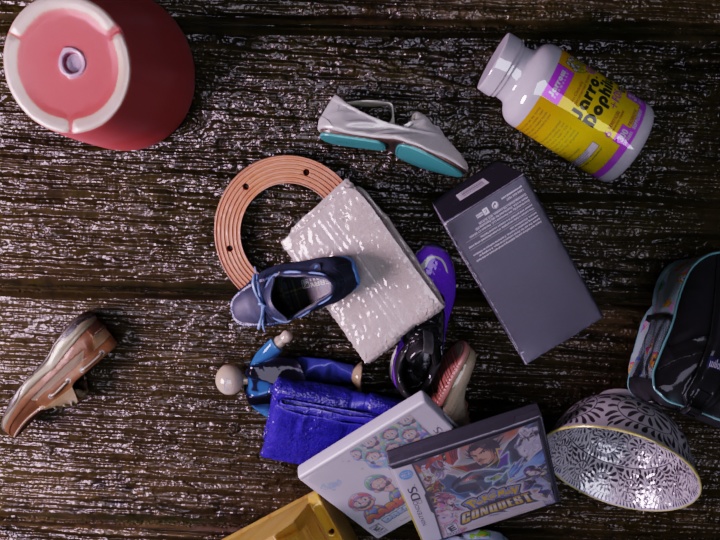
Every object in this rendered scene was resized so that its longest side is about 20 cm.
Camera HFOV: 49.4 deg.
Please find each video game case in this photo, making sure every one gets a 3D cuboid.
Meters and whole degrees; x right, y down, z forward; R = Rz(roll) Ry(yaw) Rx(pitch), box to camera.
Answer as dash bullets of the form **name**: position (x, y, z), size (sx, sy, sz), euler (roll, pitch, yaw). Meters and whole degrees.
- **video game case**: position (0.149, 0.266, 1.001), size (0.196, 0.026, 0.183), euler (-18, 127, 4)
- **video game case**: position (0.049, 0.257, 1.008), size (0.198, 0.024, 0.182), euler (-33, 125, 16)

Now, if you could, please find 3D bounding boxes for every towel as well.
- **towel**: position (0.000, 0.000, 0.974), size (0.132, 0.034, 0.202), euler (-38, 83, 20)
- **towel**: position (-0.029, 0.217, 1.027), size (0.195, 0.050, 0.150), euler (12, 126, -4)

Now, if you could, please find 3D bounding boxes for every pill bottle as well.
- **pill bottle**: position (0.241, -0.199, 0.936), size (0.197, 0.104, 0.106), euler (30, 101, -4)

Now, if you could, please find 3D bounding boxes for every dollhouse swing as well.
- **dollhouse swing**: position (-0.110, 0.408, 1.035), size (0.197, 0.176, 0.184), euler (-28, 99, 6)

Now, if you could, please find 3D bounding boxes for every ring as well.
- **ring**: position (-0.093, -0.048, 1.021), size (0.195, 0.019, 0.205), euler (0, 102, 1)

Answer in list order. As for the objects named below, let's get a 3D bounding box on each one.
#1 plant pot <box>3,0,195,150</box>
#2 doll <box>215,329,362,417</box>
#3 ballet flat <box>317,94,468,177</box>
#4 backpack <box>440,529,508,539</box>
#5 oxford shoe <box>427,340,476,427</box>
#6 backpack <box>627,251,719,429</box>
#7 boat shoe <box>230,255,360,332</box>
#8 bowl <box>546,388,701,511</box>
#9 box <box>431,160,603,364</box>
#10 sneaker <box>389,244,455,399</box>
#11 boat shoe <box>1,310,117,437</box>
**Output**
- **plant pot**: position (-0.307, -0.235, 0.909), size (0.195, 0.178, 0.206), euler (0, 101, 1)
- **doll**: position (-0.095, 0.145, 1.043), size (0.195, 0.049, 0.139), euler (2, 114, 1)
- **ballet flat**: position (0.045, -0.173, 0.973), size (0.196, 0.070, 0.071), euler (15, 102, 0)
- **backpack**: position (0.131, 0.439, 1.061), size (0.196, 0.154, 0.166), euler (-22, 104, -8)
- **oxford shoe**: position (0.120, 0.187, 1.041), size (0.072, 0.071, 0.203), euler (17, 113, -6)
- **backpack**: position (0.431, 0.082, 0.957), size (0.172, 0.153, 0.204), euler (19, 89, 1)
- **boat shoe**: position (-0.095, 0.023, 0.961), size (0.198, 0.068, 0.086), euler (-26, 91, 33)
- **bowl**: position (0.339, 0.216, 1.006), size (0.198, 0.201, 0.095), euler (30, 57, -4)
- **box**: position (0.177, -0.019, 0.926), size (0.103, 0.200, 0.184), euler (-30, 100, 7)
- **sneaker**: position (0.085, 0.073, 0.997), size (0.068, 0.100, 0.205), euler (9, 102, -2)
- **boat shoe**: position (-0.400, 0.149, 1.044), size (0.074, 0.076, 0.201), euler (39, 101, -9)
